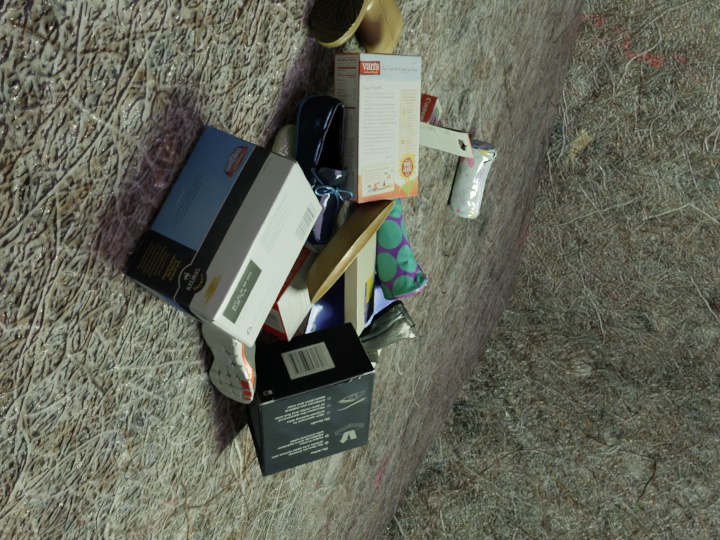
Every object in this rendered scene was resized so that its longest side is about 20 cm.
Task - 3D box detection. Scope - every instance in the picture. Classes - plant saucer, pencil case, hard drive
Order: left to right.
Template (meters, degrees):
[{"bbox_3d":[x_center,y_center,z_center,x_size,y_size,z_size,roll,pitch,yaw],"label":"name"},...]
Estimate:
[{"bbox_3d":[-0.022,-0.038,1.155,0.201,0.035,0.200,-50,177,-4],"label":"plant saucer"},{"bbox_3d":[-0.018,0.067,1.424,0.197,0.025,0.135,8,101,-41],"label":"hard drive"},{"bbox_3d":[0.059,-0.050,1.414,0.085,0.090,0.205,132,-59,-82],"label":"pencil case"},{"bbox_3d":[0.295,-0.241,2.015,0.083,0.089,0.204,-37,146,-56],"label":"pencil case"}]

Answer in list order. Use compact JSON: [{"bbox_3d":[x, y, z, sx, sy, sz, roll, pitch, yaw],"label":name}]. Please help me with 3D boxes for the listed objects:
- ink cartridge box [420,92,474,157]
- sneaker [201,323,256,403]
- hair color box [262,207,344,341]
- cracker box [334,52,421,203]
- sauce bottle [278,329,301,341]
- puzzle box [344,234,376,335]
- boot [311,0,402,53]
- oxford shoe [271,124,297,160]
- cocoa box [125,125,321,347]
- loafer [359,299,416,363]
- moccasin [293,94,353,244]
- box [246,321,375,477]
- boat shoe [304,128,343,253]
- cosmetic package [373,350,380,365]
[{"bbox_3d":[0.099,-0.252,1.274,0.109,0.195,0.052,44,66,-70],"label":"ink cartridge box"},{"bbox_3d":[-0.176,0.116,1.126,0.203,0.075,0.083,93,21,-46],"label":"sneaker"},{"bbox_3d":[-0.095,-0.004,1.229,0.202,0.063,0.112,-56,156,-29],"label":"hair color box"},{"bbox_3d":[0.025,-0.207,1.110,0.132,0.057,0.206,-12,108,-44],"label":"cracker box"},{"bbox_3d":[-0.124,0.185,1.360,0.065,0.063,0.203,-51,155,-39],"label":"sauce bottle"},{"bbox_3d":[0.000,0.000,1.331,0.133,0.025,0.206,-50,143,-68],"label":"puzzle box"},{"bbox_3d":[0.006,-0.356,1.111,0.179,0.065,0.200,-64,163,-9],"label":"boot"},{"bbox_3d":[-0.118,-0.102,1.073,0.074,0.057,0.206,6,91,-50],"label":"oxford shoe"},{"bbox_3d":[-0.156,-0.038,0.909,0.204,0.129,0.134,-63,162,-12],"label":"cocoa box"},{"bbox_3d":[0.012,0.139,1.384,0.198,0.073,0.073,-36,-175,10],"label":"loafer"},{"bbox_3d":[-0.054,-0.136,1.054,0.080,0.067,0.206,-18,109,-53],"label":"moccasin"},{"bbox_3d":[-0.088,0.214,1.273,0.192,0.119,0.203,-13,135,-18],"label":"box"},{"bbox_3d":[-0.054,-0.122,1.135,0.073,0.064,0.206,-20,116,-41],"label":"boat shoe"},{"bbox_3d":[-0.023,0.151,1.523,0.111,0.080,0.205,15,96,-41],"label":"cosmetic package"}]
